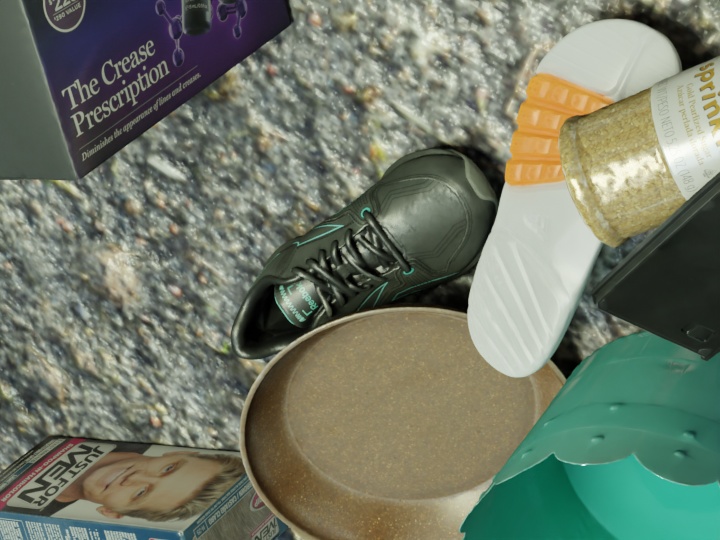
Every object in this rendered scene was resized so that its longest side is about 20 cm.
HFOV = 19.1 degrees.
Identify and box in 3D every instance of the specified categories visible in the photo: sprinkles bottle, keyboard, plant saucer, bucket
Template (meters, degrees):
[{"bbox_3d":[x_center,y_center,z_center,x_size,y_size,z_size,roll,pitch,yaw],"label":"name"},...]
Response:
[{"bbox_3d":[0.193,-0.075,0.998,0.199,0.068,0.069,-22,105,24],"label":"sprinkles bottle"},{"bbox_3d":[0.210,-0.014,1.004,0.126,0.021,0.200,24,141,-17],"label":"keyboard"},{"bbox_3d":[0.029,0.089,1.241,0.199,0.037,0.201,0,128,0],"label":"plant saucer"},{"bbox_3d":[0.165,0.141,1.135,0.206,0.135,0.208,14,128,19],"label":"bucket"}]

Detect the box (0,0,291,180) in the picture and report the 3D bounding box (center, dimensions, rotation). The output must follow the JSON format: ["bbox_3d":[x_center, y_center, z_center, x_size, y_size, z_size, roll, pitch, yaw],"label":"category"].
[{"bbox_3d":[-0.135,-0.154,1.132,0.078,0.200,0.142,1,120,36],"label":"box"}]

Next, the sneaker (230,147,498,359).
[{"bbox_3d":[0.000,0.000,1.221,0.076,0.079,0.200,53,133,-3],"label":"sneaker"}]

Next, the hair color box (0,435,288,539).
[{"bbox_3d":[-0.159,0.164,1.430,0.199,0.100,0.061,1,118,35],"label":"hair color box"}]

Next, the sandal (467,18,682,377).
[{"bbox_3d":[0.114,-0.041,1.121,0.079,0.059,0.208,37,121,27],"label":"sandal"}]
